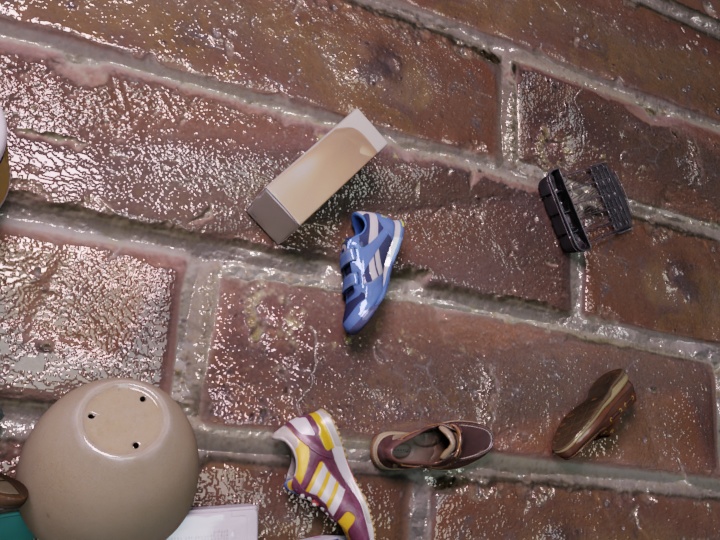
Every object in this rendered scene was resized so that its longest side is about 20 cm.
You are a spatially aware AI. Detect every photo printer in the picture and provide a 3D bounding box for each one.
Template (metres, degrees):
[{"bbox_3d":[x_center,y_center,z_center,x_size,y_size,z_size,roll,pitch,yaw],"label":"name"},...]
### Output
[{"bbox_3d":[-0.202,0.385,0.831,0.166,0.069,0.200,4,75,-25],"label":"photo printer"}]

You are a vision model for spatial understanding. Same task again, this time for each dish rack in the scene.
[{"bbox_3d":[0.417,-0.121,1.267,0.200,0.055,0.154,-18,85,-28],"label":"dish rack"}]

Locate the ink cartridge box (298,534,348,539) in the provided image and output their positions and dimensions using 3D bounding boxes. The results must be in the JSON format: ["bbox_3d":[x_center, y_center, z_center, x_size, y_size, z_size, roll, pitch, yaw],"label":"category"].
[{"bbox_3d":[-0.073,0.389,0.882,0.200,0.037,0.095,17,66,-53],"label":"ink cartridge box"}]

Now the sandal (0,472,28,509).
[{"bbox_3d":[-0.422,0.226,0.717,0.200,0.082,0.055,3,72,20],"label":"sandal"}]

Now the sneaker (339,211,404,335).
[{"bbox_3d":[0.000,0.000,1.030,0.082,0.074,0.200,25,60,-15],"label":"sneaker"}]

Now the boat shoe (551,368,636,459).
[{"bbox_3d":[0.389,0.243,1.146,0.200,0.072,0.068,-37,92,-31],"label":"boat shoe"}]

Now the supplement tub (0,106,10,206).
[{"bbox_3d":[-0.463,-0.122,0.768,0.145,0.200,0.146,6,74,-24],"label":"supplement tub"}]

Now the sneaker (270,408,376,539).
[{"bbox_3d":[-0.051,0.291,0.933,0.090,0.075,0.200,-20,79,-20],"label":"sneaker"}]

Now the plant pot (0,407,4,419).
[{"bbox_3d":[-0.500,0.073,0.714,0.196,0.196,0.200,-17,74,-28],"label":"plant pot"}]

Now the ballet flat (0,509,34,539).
[{"bbox_3d":[-0.434,0.274,0.748,0.200,0.068,0.067,-7,37,-46],"label":"ballet flat"}]

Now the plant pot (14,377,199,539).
[{"bbox_3d":[-0.268,0.195,0.772,0.200,0.135,0.200,14,44,-14],"label":"plant pot"}]

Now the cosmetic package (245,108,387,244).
[{"bbox_3d":[-0.062,-0.136,1.017,0.071,0.105,0.200,47,64,-7],"label":"cosmetic package"}]

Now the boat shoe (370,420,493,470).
[{"bbox_3d":[0.117,0.253,1.015,0.200,0.072,0.072,3,75,-24],"label":"boat shoe"}]
